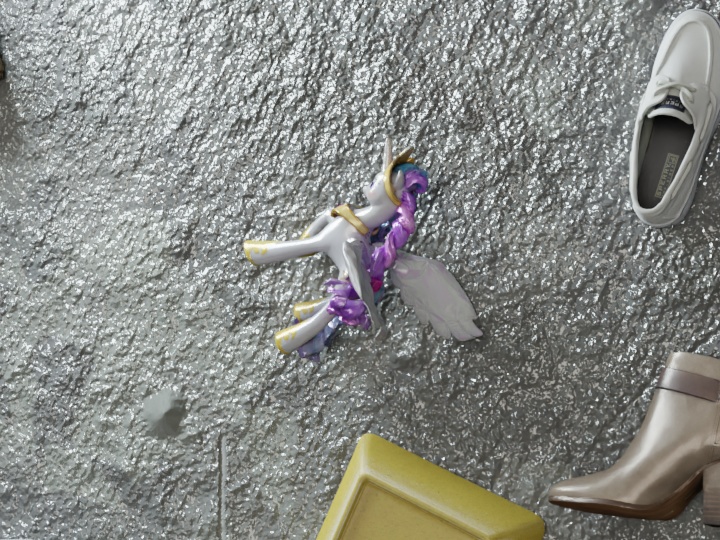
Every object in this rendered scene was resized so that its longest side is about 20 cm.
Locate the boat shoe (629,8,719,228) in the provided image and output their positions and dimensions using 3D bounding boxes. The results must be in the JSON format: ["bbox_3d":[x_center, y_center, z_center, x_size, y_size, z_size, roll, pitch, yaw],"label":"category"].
[{"bbox_3d":[0.282,-0.138,1.353,0.074,0.065,0.200,8,86,22],"label":"boat shoe"}]

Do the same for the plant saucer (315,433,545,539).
[{"bbox_3d":[0.040,0.277,1.401,0.200,0.048,0.200,24,91,22],"label":"plant saucer"}]

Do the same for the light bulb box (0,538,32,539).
[{"bbox_3d":[-0.336,0.397,1.490,0.198,0.125,0.200,33,95,23],"label":"light bulb box"}]

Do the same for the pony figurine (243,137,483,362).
[{"bbox_3d":[0.000,0.000,1.414,0.200,0.166,0.193,-34,64,30],"label":"pony figurine"}]

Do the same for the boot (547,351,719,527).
[{"bbox_3d":[0.268,0.143,1.326,0.200,0.070,0.146,4,78,21],"label":"boot"}]

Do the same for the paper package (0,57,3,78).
[{"bbox_3d":[-0.507,-0.275,1.661,0.191,0.103,0.200,-20,77,17],"label":"paper package"}]
